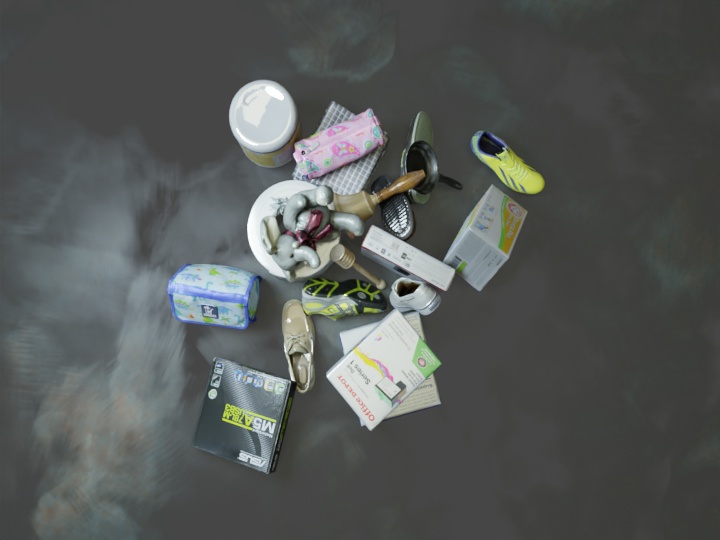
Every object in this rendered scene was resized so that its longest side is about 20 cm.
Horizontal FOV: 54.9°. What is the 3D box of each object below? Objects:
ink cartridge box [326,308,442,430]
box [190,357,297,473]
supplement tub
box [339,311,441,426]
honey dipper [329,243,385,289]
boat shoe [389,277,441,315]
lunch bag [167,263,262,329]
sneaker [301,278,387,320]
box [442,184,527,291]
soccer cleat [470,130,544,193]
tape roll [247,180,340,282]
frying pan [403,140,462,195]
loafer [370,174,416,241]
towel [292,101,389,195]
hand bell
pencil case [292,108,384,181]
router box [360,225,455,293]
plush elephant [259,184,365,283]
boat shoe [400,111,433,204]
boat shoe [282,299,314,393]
[{"bbox_3d":[0.045,0.201,1.408,0.199,0.084,0.146,-42,88,-4],"label":"ink cartridge box"},{"bbox_3d":[-0.250,0.309,1.490,0.195,0.047,0.199,14,83,18],"label":"box"},{"bbox_3d":[-0.197,-0.305,1.484,0.141,0.200,0.150,0,86,-1],"label":"supplement tub"},{"bbox_3d":[0.062,0.210,1.502,0.179,0.105,0.206,-14,86,-3],"label":"box"},{"bbox_3d":[0.000,0.000,1.487,0.037,0.199,0.039,-13,62,26],"label":"honey dipper"},{"bbox_3d":[0.100,0.045,1.466,0.071,0.199,0.070,-47,106,-8],"label":"boat shoe"},{"bbox_3d":[-0.302,0.051,1.457,0.165,0.200,0.132,7,85,-2],"label":"lunch bag"},{"bbox_3d":[-0.037,0.068,1.534,0.194,0.076,0.078,9,126,-13],"label":"sneaker"},{"bbox_3d":[0.268,-0.074,1.474,0.100,0.201,0.113,36,130,0],"label":"box"},{"bbox_3d":[0.330,-0.240,1.553,0.198,0.084,0.065,37,85,1],"label":"soccer cleat"},{"bbox_3d":[-0.139,-0.081,1.501,0.196,0.139,0.210,0,85,-2],"label":"tape roll"},{"bbox_3d":[0.155,-0.228,1.524,0.187,0.030,0.119,-14,99,-46],"label":"frying pan"},{"bbox_3d":[0.083,-0.132,1.500,0.072,0.203,0.071,-36,132,17],"label":"loafer"},{"bbox_3d":[-0.041,-0.256,1.544,0.163,0.086,0.204,28,85,0],"label":"towel"},{"bbox_3d":[0.047,-0.158,1.453,0.196,0.104,0.106,-26,87,9],"label":"hand bell"},{"bbox_3d":[-0.047,-0.265,1.462,0.196,0.087,0.089,-24,87,-5],"label":"pencil case"},{"bbox_3d":[0.097,-0.019,1.483,0.196,0.180,0.050,28,86,1],"label":"router box"},{"bbox_3d":[-0.116,-0.065,1.356,0.195,0.165,0.159,6,70,27],"label":"plush elephant"},{"bbox_3d":[0.120,-0.252,1.556,0.071,0.060,0.208,9,83,-44],"label":"boat shoe"},{"bbox_3d":[-0.134,0.166,1.520,0.070,0.065,0.207,-6,86,-2],"label":"boat shoe"}]
